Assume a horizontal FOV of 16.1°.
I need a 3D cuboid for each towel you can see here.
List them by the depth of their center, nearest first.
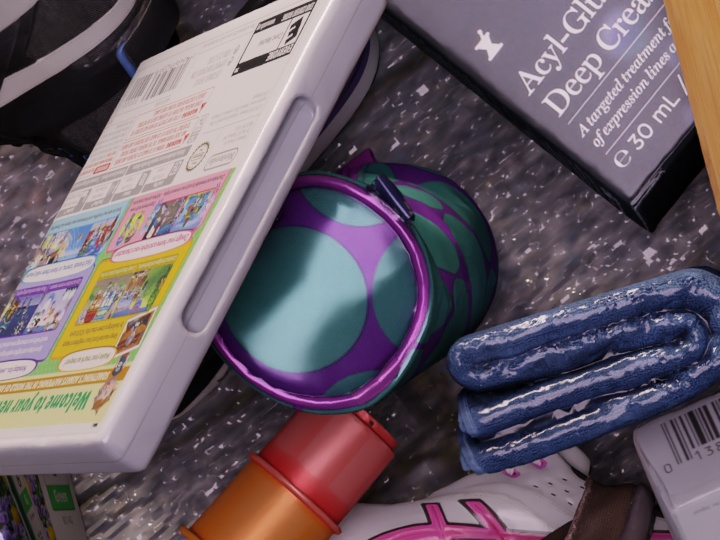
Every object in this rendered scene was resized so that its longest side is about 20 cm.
[{"bbox_3d":[0.091,0.033,0.951,0.111,0.200,0.049,-18,88,7],"label":"towel"}]

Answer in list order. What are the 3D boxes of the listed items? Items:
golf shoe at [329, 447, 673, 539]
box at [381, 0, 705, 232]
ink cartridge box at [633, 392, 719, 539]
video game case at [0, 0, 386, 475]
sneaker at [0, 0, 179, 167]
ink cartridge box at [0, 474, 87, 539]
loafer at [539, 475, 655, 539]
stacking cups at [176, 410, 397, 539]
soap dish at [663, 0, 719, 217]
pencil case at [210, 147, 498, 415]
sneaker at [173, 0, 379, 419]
[{"bbox_3d":[0.057,0.112,1.023,0.199,0.073,0.093,10,71,5],"label":"golf shoe"},{"bbox_3d":[0.082,-0.137,1.015,0.200,0.107,0.149,39,93,11],"label":"box"},{"bbox_3d":[0.207,0.105,0.959,0.162,0.200,0.057,-24,44,4],"label":"ink cartridge box"},{"bbox_3d":[-0.077,-0.010,0.911,0.022,0.200,0.183,33,72,-20],"label":"video game case"},{"bbox_3d":[-0.158,-0.064,1.070,0.200,0.112,0.073,-29,38,34],"label":"sneaker"},{"bbox_3d":[-0.159,0.069,1.038,0.050,0.109,0.201,-16,83,8],"label":"ink cartridge box"},{"bbox_3d":[0.035,0.151,0.939,0.071,0.073,0.200,37,86,10],"label":"loafer"},{"bbox_3d":[-0.067,0.127,0.971,0.060,0.061,0.200,37,82,11],"label":"stacking cups"},{"bbox_3d":[0.188,-0.107,0.905,0.157,0.081,0.201,-16,97,-1],"label":"soap dish"},{"bbox_3d":[0.000,0.000,0.971,0.085,0.200,0.093,-34,87,10],"label":"pencil case"},{"bbox_3d":[-0.065,-0.033,1.041,0.075,0.088,0.201,25,90,11],"label":"sneaker"}]
